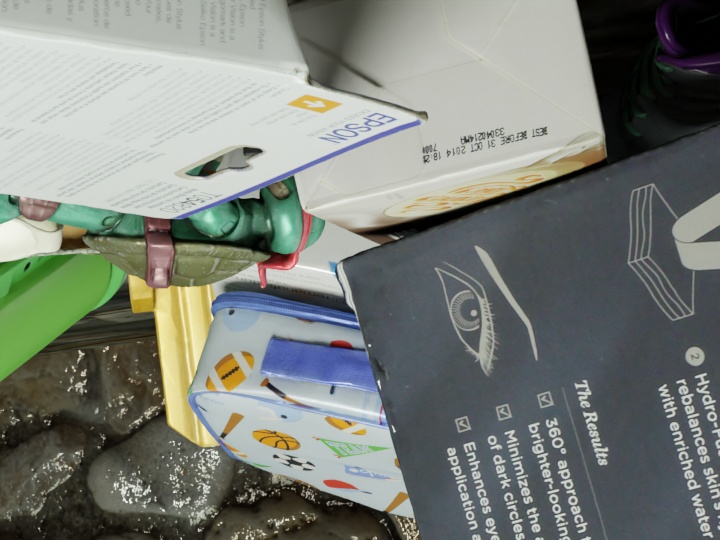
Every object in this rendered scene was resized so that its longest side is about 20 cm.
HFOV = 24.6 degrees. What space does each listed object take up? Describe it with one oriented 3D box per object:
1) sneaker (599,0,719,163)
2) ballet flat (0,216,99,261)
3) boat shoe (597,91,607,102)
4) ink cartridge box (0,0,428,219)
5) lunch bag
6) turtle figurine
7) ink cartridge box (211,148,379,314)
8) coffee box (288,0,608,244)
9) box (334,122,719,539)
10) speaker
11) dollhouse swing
[{"bbox_3d":[0.145,-0.096,0.724,0.087,0.075,0.200,16,159,-25],"label":"sneaker"},{"bbox_3d":[-0.146,-0.030,0.826,0.200,0.072,0.072,-4,174,-28],"label":"ballet flat"},{"bbox_3d":[0.124,-0.072,0.921,0.074,0.060,0.200,-36,176,27],"label":"boat shoe"},{"bbox_3d":[-0.111,-0.062,0.548,0.200,0.041,0.199,7,168,-31],"label":"ink cartridge box"},{"bbox_3d":[0.017,0.072,0.854,0.200,0.076,0.160,9,157,13],"label":"lunch bag"},{"bbox_3d":[-0.088,-0.041,0.726,0.200,0.101,0.150,0,170,-13],"label":"turtle figurine"},{"bbox_3d":[0.000,0.000,0.903,0.146,0.086,0.200,12,159,5],"label":"ink cartridge box"},{"bbox_3d":[0.041,-0.065,0.684,0.114,0.080,0.200,-13,175,8],"label":"coffee box"},{"bbox_3d":[0.123,0.059,0.678,0.200,0.197,0.117,-19,172,24],"label":"box"},{"bbox_3d":[-0.198,0.013,0.877,0.088,0.089,0.200,-10,-162,27],"label":"speaker"},{"bbox_3d":[-0.064,0.034,1.196,0.200,0.176,0.182,-6,176,-8],"label":"dollhouse swing"}]
